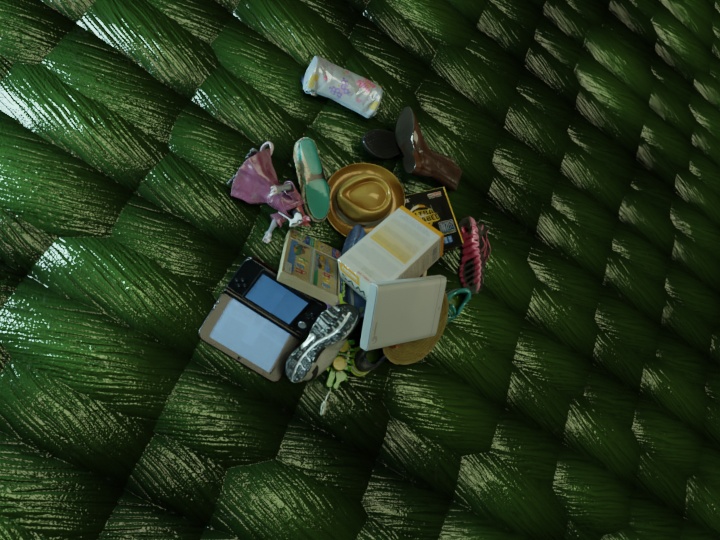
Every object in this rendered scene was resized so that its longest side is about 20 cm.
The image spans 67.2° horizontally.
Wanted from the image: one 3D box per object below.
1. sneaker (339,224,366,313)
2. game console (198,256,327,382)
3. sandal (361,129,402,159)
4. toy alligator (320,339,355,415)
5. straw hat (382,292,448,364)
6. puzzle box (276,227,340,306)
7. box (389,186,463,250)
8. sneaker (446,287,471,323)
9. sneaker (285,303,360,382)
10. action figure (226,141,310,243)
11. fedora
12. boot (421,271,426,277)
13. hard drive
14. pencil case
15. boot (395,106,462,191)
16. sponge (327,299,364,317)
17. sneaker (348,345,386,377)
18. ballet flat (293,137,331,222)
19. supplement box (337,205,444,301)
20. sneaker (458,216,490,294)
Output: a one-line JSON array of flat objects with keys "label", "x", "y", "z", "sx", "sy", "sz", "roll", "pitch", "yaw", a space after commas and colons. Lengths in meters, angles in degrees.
[{"label": "sneaker", "x": 0.000, "y": 0.000, "z": 1.214, "sx": 0.081, "sy": 0.074, "sz": 0.204, "roll": 6, "pitch": 81, "yaw": -19}, {"label": "game console", "x": -0.196, "y": 0.102, "z": 1.104, "sx": 0.199, "sy": 0.172, "sz": 0.120, "roll": 34, "pitch": 39, "yaw": -14}, {"label": "sandal", "x": 0.074, "y": -0.317, "z": 1.381, "sx": 0.199, "sy": 0.048, "sz": 0.077, "roll": -15, "pitch": 85, "yaw": -41}, {"label": "toy alligator", "x": -0.044, "y": 0.215, "z": 1.174, "sx": 0.053, "sy": 0.059, "sz": 0.203, "roll": 14, "pitch": 71, "yaw": -16}, {"label": "straw hat", "x": 0.095, "y": 0.101, "z": 1.181, "sx": 0.199, "sy": 0.085, "sz": 0.204, "roll": -18, "pitch": 118, "yaw": -36}, {"label": "puzzle box", "x": -0.104, "y": -0.012, "z": 1.151, "sx": 0.132, "sy": 0.026, "sz": 0.201, "roll": 26, "pitch": 26, "yaw": -16}, {"label": "box", "x": 0.149, "y": -0.112, "z": 1.360, "sx": 0.197, "sy": 0.049, "sz": 0.162, "roll": -16, "pitch": 86, "yaw": -28}, {"label": "sneaker", "x": 0.193, "y": 0.105, "z": 1.307, "sx": 0.200, "sy": 0.079, "sz": 0.078, "roll": -43, "pitch": 97, "yaw": -27}, {"label": "sneaker", "x": -0.071, "y": 0.149, "z": 1.121, "sx": 0.200, "sy": 0.080, "sz": 0.074, "roll": -47, "pitch": 61, "yaw": 9}, {"label": "action figure", "x": -0.185, "y": -0.161, "z": 1.187, "sx": 0.199, "sy": 0.134, "sz": 0.149, "roll": 37, "pitch": 37, "yaw": -3}, {"label": "fedora", "x": 0.010, "y": -0.168, "z": 1.256, "sx": 0.197, "sy": 0.082, "sz": 0.204, "roll": 1, "pitch": 82, "yaw": -4}, {"label": "boot", "x": 0.119, "y": -0.037, "z": 1.234, "sx": 0.074, "sy": 0.107, "sz": 0.203, "roll": 28, "pitch": 63, "yaw": -30}, {"label": "hard drive", "x": 0.090, "y": 0.082, "z": 1.089, "sx": 0.198, "sy": 0.027, "sz": 0.134, "roll": -5, "pitch": 111, "yaw": -40}, {"label": "pencil case", "x": -0.043, "y": -0.448, "z": 1.331, "sx": 0.197, "sy": 0.083, "sz": 0.092, "roll": 16, "pitch": 64, "yaw": -22}, {"label": "boot", "x": 0.183, "y": -0.310, "z": 1.401, "sx": 0.198, "sy": 0.064, "sz": 0.190, "roll": 8, "pitch": 73, "yaw": -41}, {"label": "sponge", "x": 0.005, "y": 0.051, "z": 1.257, "sx": 0.197, "sy": 0.030, "sz": 0.113, "roll": -11, "pitch": 80, "yaw": -26}, {"label": "sneaker", "x": 0.059, "y": 0.162, "z": 1.227, "sx": 0.074, "sy": 0.081, "sz": 0.200, "roll": 48, "pitch": 62, "yaw": -7}, {"label": "ballet flat", "x": -0.113, "y": -0.205, "z": 1.248, "sx": 0.074, "sy": 0.064, "sz": 0.204, "roll": -5, "pitch": 82, "yaw": -25}, {"label": "supplement box", "x": 0.066, "y": -0.027, "z": 1.137, "sx": 0.199, "sy": 0.074, "sz": 0.126, "roll": -40, "pitch": 60, "yaw": -21}, {"label": "sneaker", "x": 0.308, "y": -0.037, "z": 1.408, "sx": 0.094, "sy": 0.079, "sz": 0.204, "roll": 10, "pitch": 74, "yaw": -35}]
